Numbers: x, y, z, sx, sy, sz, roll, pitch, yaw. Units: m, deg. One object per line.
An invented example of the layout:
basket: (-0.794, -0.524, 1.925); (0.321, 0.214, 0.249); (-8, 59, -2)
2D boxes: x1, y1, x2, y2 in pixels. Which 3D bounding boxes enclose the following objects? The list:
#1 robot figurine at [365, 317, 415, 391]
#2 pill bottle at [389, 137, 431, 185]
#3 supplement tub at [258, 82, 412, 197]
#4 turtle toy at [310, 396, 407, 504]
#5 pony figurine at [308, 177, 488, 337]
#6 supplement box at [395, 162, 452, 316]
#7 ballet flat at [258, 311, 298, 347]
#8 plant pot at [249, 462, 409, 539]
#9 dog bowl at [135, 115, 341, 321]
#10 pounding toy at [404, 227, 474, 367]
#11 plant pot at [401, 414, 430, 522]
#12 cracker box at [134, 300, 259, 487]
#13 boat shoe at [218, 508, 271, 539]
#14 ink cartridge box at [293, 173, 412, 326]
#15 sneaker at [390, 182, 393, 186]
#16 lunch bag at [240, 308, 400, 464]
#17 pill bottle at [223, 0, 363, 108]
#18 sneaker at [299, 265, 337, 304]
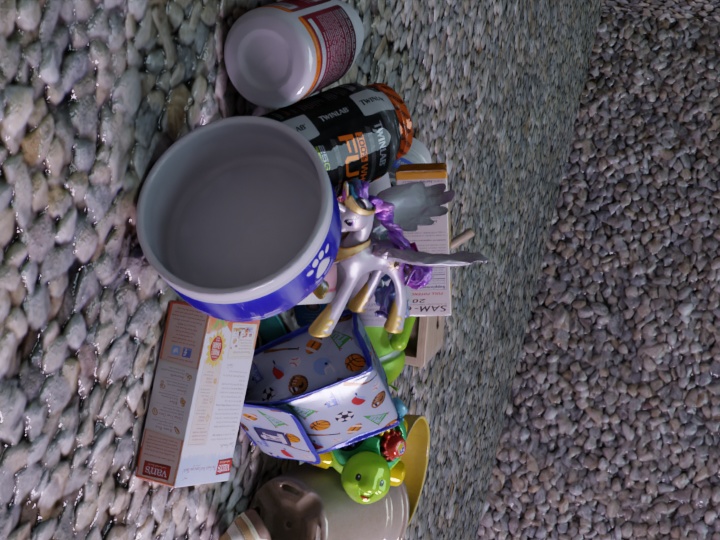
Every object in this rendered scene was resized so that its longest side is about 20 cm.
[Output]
robot figurine: (-0.002, 0.092, 1.578); (0.116, 0.175, 0.201); (-23, 99, -51)
pill bottle: (0.043, -0.113, 1.649); (0.114, 0.113, 0.201); (79, 24, -47)
supplement tub: (-0.042, -0.146, 1.241); (0.199, 0.122, 0.123); (-27, 131, -30)
turtle toy: (0.007, 0.240, 1.470); (0.101, 0.145, 0.201); (118, -18, -44)
pony figurine: (0.032, -0.019, 1.253); (0.167, 0.192, 0.201); (-119, -145, -48)
supplement box: (0.090, -0.046, 1.475); (0.126, 0.073, 0.201); (-67, 155, -79)
ballet flat: (-0.108, 0.082, 1.408); (0.200, 0.069, 0.070); (75, 31, -49)
plant pot: (-0.059, 0.353, 1.522); (0.183, 0.200, 0.202); (2, 98, -60)
dog bowl: (-0.121, -0.053, 1.073); (0.079, 0.199, 0.201); (64, 40, -64)
pounding toy: (0.072, 0.030, 1.705); (0.142, 0.183, 0.201); (-37, 134, -64)
plant pot: (0.021, 0.329, 1.775); (0.200, 0.141, 0.201); (11, 90, -71)
cracker box: (-0.184, 0.142, 1.210); (0.134, 0.057, 0.201); (23, 76, -70)
boat shoe: (-0.164, 0.387, 1.406); (0.076, 0.072, 0.201); (-29, 146, -23)
ink cartridge box: (-0.026, -0.033, 1.386); (0.086, 0.146, 0.201); (-47, 130, -55)
sneaker: (0.003, -0.098, 1.492); (0.200, 0.071, 0.073); (-133, -144, -67)
lunch bag: (-0.066, 0.164, 1.371); (0.170, 0.199, 0.124); (67, 4, -52)
pill bottle: (-0.069, -0.266, 1.248); (0.200, 0.112, 0.114); (-43, 139, -60)
sneaker: (-0.105, -0.009, 1.275); (0.200, 0.075, 0.105); (-4, 106, -45)
